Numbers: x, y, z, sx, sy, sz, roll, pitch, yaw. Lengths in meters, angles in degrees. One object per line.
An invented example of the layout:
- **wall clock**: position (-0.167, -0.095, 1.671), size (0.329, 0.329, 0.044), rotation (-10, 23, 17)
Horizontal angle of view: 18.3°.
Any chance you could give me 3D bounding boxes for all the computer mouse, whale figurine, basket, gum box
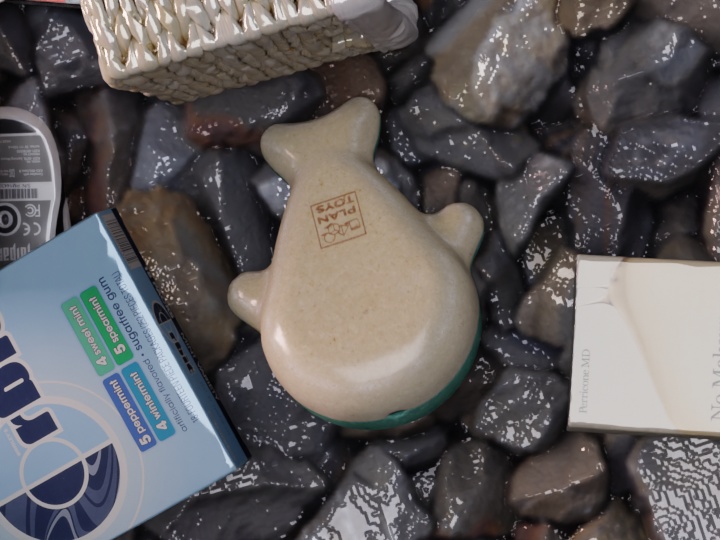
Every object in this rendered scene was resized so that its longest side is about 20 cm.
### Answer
- **computer mouse**: position (-0.206, 0.001, 1.358), size (0.108, 0.044, 0.202), rotation (1, 95, 10)
- **whale figurine**: position (0.000, 0.000, 1.323), size (0.158, 0.104, 0.201), rotation (-20, 63, 5)
- **basket**: position (-0.074, -0.205, 1.246), size (0.159, 0.198, 0.202), rotation (-19, 88, 7)
- **gum box**: position (-0.192, 0.086, 1.317), size (0.199, 0.045, 0.171), rotation (-29, 90, 11)

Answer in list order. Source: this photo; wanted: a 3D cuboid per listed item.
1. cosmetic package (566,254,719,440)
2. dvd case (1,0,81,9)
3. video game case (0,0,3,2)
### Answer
- **cosmetic package**: position (0.221, 0.048, 1.301), size (0.198, 0.073, 0.105), rotation (2, 85, 4)
- **dvd case**: position (-0.140, -0.230, 1.365), size (0.198, 0.022, 0.148), rotation (4, 90, 6)
- **video game case**: position (-0.272, -0.230, 1.300), size (0.142, 0.018, 0.200), rotation (-28, 124, 12)
